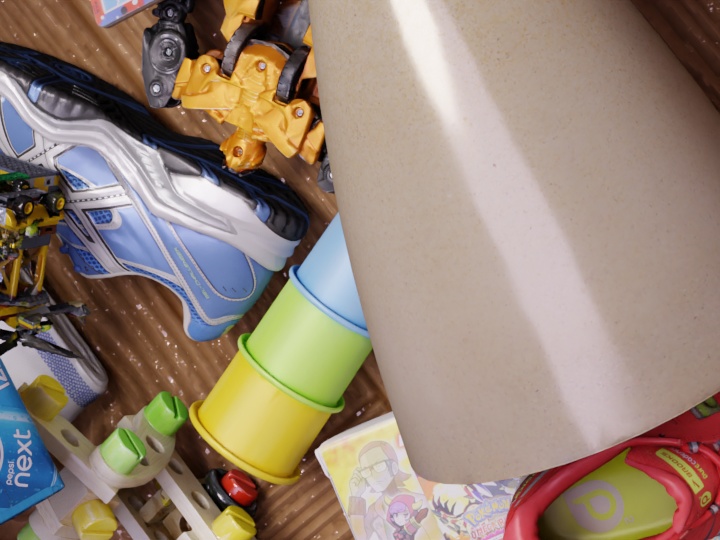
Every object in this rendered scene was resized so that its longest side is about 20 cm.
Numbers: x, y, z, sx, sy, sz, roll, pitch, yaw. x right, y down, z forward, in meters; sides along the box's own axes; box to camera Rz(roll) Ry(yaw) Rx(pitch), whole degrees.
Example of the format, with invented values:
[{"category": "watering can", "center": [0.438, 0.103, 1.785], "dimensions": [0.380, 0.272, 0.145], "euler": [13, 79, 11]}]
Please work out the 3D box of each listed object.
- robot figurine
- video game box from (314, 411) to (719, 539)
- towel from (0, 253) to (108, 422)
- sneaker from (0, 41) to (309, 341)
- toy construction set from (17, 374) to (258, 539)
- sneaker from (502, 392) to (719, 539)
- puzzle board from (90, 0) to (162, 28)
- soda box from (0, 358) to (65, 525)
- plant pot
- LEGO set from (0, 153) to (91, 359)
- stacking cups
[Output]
[{"category": "robot figurine", "center": [-0.015, -0.135, 1.221], "dimensions": [0.144, 0.058, 0.201], "euler": [27, 104, 20]}, {"category": "video game box", "center": [0.105, 0.124, 1.234], "dimensions": [0.199, 0.047, 0.183], "euler": [-22, 94, 18]}, {"category": "towel", "center": [-0.228, 0.053, 1.334], "dimensions": [0.200, 0.024, 0.147], "euler": [-39, 88, 19]}, {"category": "sneaker", "center": [-0.124, -0.041, 1.261], "dimensions": [0.199, 0.076, 0.077], "euler": [31, 106, 13]}, {"category": "toy construction set", "center": [-0.083, 0.138, 1.241], "dimensions": [0.092, 0.131, 0.201], "euler": [-30, 76, 22]}, {"category": "sneaker", "center": [0.147, 0.080, 1.149], "dimensions": [0.199, 0.085, 0.077], "euler": [-30, 90, 17]}, {"category": "puzzle board", "center": [-0.079, -0.225, 1.214], "dimensions": [0.150, 0.017, 0.201], "euler": [-23, 71, 23]}, {"category": "soda box", "center": [-0.204, 0.092, 1.230], "dimensions": [0.068, 0.064, 0.200], "euler": [63, 151, -3]}, {"category": "plant pot", "center": [0.063, -0.048, 1.128], "dimensions": [0.186, 0.187, 0.201], "euler": [-21, 104, 18]}, {"category": "LEGO set", "center": [-0.226, 0.000, 1.228], "dimensions": [0.199, 0.154, 0.117], "euler": [15, 104, 22]}, {"category": "stacking cups", "center": [0.000, 0.000, 1.238], "dimensions": [0.060, 0.060, 0.201], "euler": [36, 106, 9]}]
